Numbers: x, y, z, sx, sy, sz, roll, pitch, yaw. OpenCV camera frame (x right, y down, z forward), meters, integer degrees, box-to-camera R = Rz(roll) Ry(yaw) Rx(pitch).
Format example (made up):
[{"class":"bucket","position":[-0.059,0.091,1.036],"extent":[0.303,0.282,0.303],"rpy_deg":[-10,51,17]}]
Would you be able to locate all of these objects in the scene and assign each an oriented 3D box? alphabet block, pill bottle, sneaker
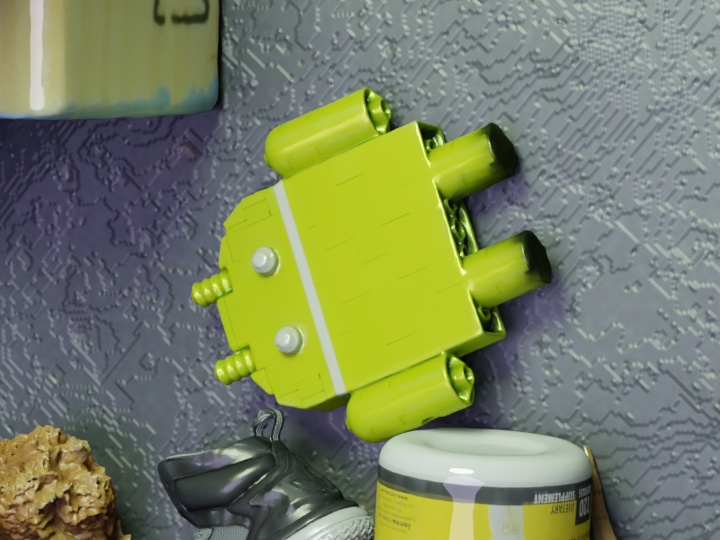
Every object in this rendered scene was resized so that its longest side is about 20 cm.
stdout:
[{"class":"alphabet block","position":[-0.197,-0.185,1.515],"extent":[0.196,0.195,0.201],"rpy_deg":[4,95,23]},{"class":"pill bottle","position":[0.060,0.187,1.470],"extent":[0.112,0.112,0.201],"rpy_deg":[5,97,24]},{"class":"sneaker","position":[-0.079,0.164,1.558],"extent":[0.200,0.075,0.114],"rpy_deg":[-47,64,27]}]

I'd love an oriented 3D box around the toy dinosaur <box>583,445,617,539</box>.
[{"class":"toy dinosaur","position":[0.159,0.175,1.425],"extent":[0.200,0.061,0.106],"rpy_deg":[24,61,43]}]

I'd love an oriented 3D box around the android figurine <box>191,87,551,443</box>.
[{"class":"android figurine","position":[0.000,0.000,1.513],"extent":[0.199,0.041,0.183],"rpy_deg":[-21,77,23]}]

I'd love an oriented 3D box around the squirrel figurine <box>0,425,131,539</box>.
[{"class":"squirrel figurine","position":[-0.219,0.159,1.604],"extent":[0.199,0.142,0.187],"rpy_deg":[-25,73,10]}]
